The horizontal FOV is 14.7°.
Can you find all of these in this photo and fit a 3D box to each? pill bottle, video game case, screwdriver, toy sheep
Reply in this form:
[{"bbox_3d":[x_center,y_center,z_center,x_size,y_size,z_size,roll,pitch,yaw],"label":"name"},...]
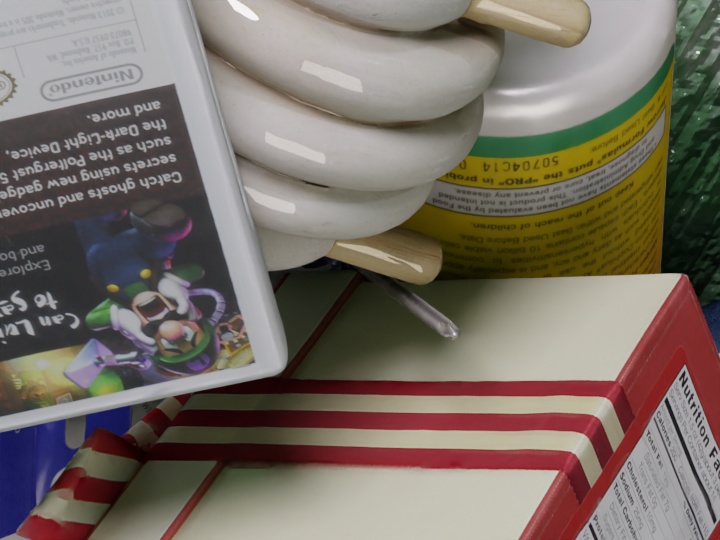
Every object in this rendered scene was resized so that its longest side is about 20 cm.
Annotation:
[{"bbox_3d":[0.049,-0.025,0.959,0.112,0.113,0.201,-13,138,-9],"label":"pill bottle"},{"bbox_3d":[-0.134,-0.027,0.726,0.199,0.023,0.183,-12,127,3],"label":"video game case"},{"bbox_3d":[0.000,0.000,0.886,0.028,0.200,0.029,-27,114,-10],"label":"screwdriver"},{"bbox_3d":[-0.022,-0.062,0.797,0.137,0.138,0.201,11,122,-31],"label":"toy sheep"}]

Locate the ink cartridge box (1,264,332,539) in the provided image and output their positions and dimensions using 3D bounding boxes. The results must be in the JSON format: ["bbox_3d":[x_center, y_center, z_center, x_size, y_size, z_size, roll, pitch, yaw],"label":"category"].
[{"bbox_3d":[-0.107,0.033,0.987,0.199,0.068,0.116,-28,138,6],"label":"ink cartridge box"}]

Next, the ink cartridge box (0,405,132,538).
[{"bbox_3d":[-0.174,0.038,0.913,0.199,0.037,0.095,4,101,-1],"label":"ink cartridge box"}]

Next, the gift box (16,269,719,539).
[{"bbox_3d":[0.012,0.113,0.882,0.186,0.200,0.185,-1,122,37],"label":"gift box"}]

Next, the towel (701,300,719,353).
[{"bbox_3d":[0.112,0.049,1.091,0.199,0.049,0.112,-15,162,-3],"label":"towel"}]

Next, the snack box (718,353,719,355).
[{"bbox_3d":[0.140,0.038,0.992,0.200,0.024,0.072,-36,169,16],"label":"snack box"}]
